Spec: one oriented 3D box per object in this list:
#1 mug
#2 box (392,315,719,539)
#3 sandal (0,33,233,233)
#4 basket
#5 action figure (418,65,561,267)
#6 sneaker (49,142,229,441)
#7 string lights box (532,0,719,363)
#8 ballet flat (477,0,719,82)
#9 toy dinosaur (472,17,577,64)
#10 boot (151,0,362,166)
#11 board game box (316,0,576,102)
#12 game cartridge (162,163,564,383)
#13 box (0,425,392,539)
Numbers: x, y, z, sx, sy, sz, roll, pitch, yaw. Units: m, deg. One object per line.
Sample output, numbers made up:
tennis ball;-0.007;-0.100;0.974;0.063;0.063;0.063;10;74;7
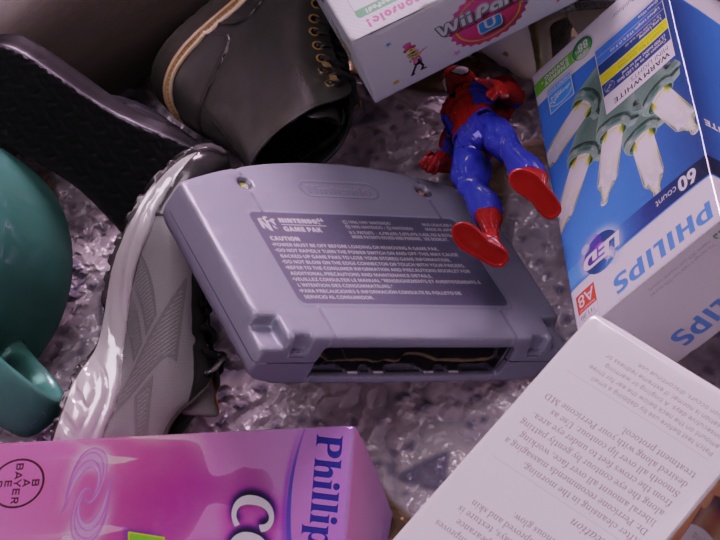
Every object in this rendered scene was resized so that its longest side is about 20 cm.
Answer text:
mug;-0.235;-0.006;1.404;0.185;0.114;0.153;13;82;26
box;0.098;0.152;1.219;0.106;0.152;0.200;32;70;30
sandal;-0.126;-0.066;1.441;0.200;0.075;0.048;38;31;-1
basket;-0.169;-0.166;1.515;0.200;0.136;0.180;-42;83;-8
action figure;0.065;-0.069;1.400;0.065;0.052;0.200;-48;17;15
sneaker;-0.101;0.031;1.381;0.079;0.074;0.201;17;90;10
string lights box;0.153;-0.052;1.333;0.103;0.059;0.200;-42;34;30
ballet flat;0.118;-0.142;1.427;0.199;0.069;0.071;-8;96;16
toy dinosaur;0.111;-0.144;1.480;0.200;0.047;0.088;25;80;25
boot;-0.012;-0.135;1.439;0.200;0.077;0.138;-50;38;5
board game box;0.024;-0.209;1.401;0.147;0.064;0.200;-26;59;-3
game cartridge;0.000;0.000;1.350;0.199;0.041;0.133;2;47;-37
box;-0.094;0.179;1.284;0.199;0.097;0.176;-3;56;12
